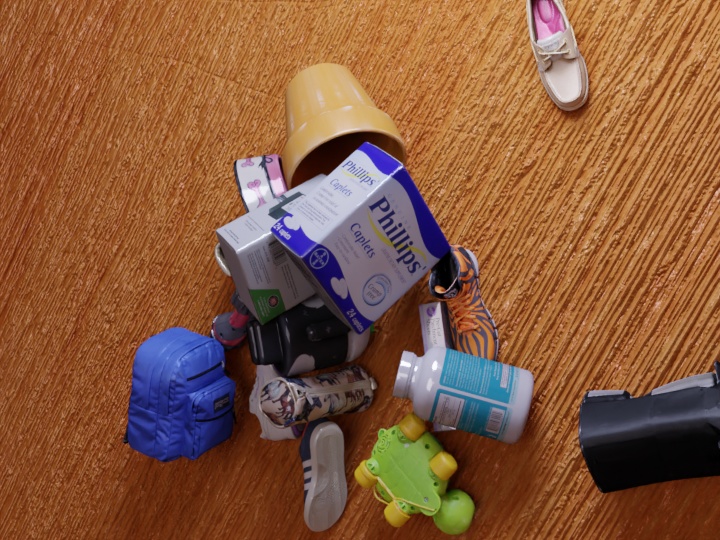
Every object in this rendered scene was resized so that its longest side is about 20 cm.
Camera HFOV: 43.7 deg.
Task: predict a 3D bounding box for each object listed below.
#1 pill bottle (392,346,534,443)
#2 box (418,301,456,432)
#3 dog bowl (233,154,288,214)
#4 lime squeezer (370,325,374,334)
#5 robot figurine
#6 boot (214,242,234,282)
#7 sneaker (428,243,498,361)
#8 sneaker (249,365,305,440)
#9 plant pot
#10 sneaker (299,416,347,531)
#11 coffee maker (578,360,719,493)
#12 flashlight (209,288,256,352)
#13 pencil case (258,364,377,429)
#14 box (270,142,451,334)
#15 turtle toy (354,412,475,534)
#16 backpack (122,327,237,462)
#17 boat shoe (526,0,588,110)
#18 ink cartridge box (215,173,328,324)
[{"bbox_3d":[0.150,0.179,1.335,0.197,0.111,0.112,16,93,5],"label":"pill bottle"},{"bbox_3d":[0.127,0.152,1.421,0.041,0.039,0.203,-9,82,23],"label":"box"},{"bbox_3d":[-0.138,-0.102,1.496,0.073,0.200,0.203,-22,76,3],"label":"dog bowl"},{"bbox_3d":[0.000,0.000,1.506,0.071,0.037,0.202,-45,66,50],"label":"lime squeezer"},{"bbox_3d":[-0.081,0.097,1.447,0.151,0.197,0.126,-126,34,-47],"label":"robot figurine"},{"bbox_3d":[-0.178,0.028,1.548,0.075,0.107,0.201,-44,71,13],"label":"boot"},{"bbox_3d":[0.149,0.057,1.376,0.077,0.112,0.203,-20,77,23],"label":"sneaker"},{"bbox_3d":[-0.160,0.194,1.537,0.098,0.075,0.203,-15,84,26],"label":"sneaker"},{"bbox_3d":[-0.043,-0.228,1.465,0.199,0.200,0.185,-31,57,21],"label":"plant pot"},{"bbox_3d":[-0.068,0.330,1.490,0.084,0.074,0.203,36,124,58],"label":"sneaker"},{"bbox_3d":[0.396,0.221,1.197,0.198,0.192,0.137,-17,95,26],"label":"coffee maker"},{"bbox_3d":[-0.208,0.075,1.518,0.068,0.200,0.068,43,60,4],"label":"flashlight"},{"bbox_3d":[-0.063,0.198,1.428,0.089,0.198,0.079,-15,82,41],"label":"pencil case"},{"bbox_3d":[0.004,-0.046,1.322,0.200,0.185,0.105,-43,40,-9],"label":"box"},{"bbox_3d":[0.095,0.322,1.388,0.146,0.101,0.200,-47,68,15],"label":"turtle toy"},{"bbox_3d":[-0.299,0.207,1.548,0.166,0.162,0.203,12,108,23],"label":"backpack"},{"bbox_3d":[0.291,-0.341,1.362,0.073,0.069,0.203,-21,77,23],"label":"boat shoe"},{"bbox_3d":[-0.103,-0.035,1.381,0.198,0.148,0.083,-29,39,-18],"label":"ink cartridge box"}]
